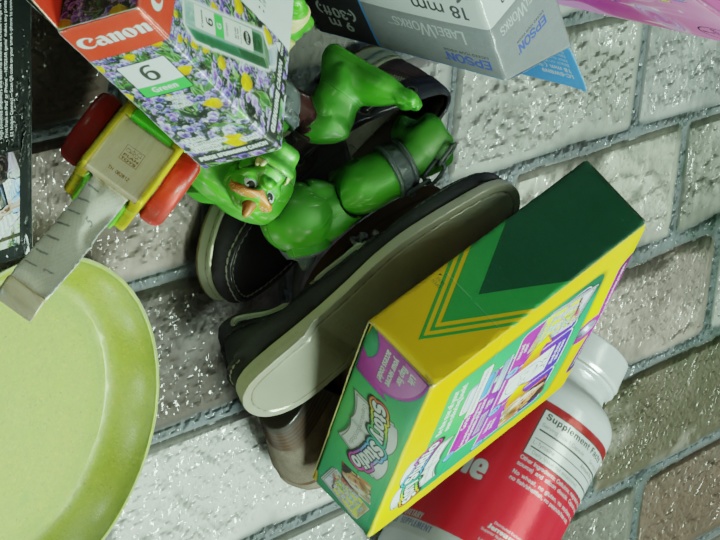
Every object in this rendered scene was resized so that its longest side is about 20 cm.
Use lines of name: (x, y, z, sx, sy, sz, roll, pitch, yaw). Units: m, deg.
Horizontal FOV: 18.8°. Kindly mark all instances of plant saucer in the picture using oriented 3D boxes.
plant saucer: (-0.187, 0.085, 1.164, 0.199, 0.031, 0.202, -26, 124, -45)

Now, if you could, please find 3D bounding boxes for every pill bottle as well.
pill bottle: (0.103, 0.132, 1.502, 0.201, 0.112, 0.112, -60, 143, -16)

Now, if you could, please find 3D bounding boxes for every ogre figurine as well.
ogre figurine: (-0.047, -0.083, 1.214, 0.200, 0.098, 0.120, 37, 86, -45)

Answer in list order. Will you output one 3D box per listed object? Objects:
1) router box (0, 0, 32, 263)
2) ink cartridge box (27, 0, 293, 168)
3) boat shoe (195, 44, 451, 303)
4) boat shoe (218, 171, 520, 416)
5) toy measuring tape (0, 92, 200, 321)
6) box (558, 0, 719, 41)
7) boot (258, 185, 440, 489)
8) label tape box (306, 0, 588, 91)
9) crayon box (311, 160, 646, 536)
router box: (-0.224, -0.090, 1.018, 0.149, 0.051, 0.202, -19, 120, -46)
ink cartridge box: (-0.102, -0.147, 1.050, 0.200, 0.050, 0.110, 44, 42, -50)
boat shoe: (-0.020, -0.056, 1.293, 0.200, 0.065, 0.072, -48, 140, -28)
boat shoe: (0.000, 0.000, 1.251, 0.200, 0.063, 0.073, -38, 143, 6)
toy measuring tape: (-0.134, -0.032, 1.098, 0.200, 0.073, 0.074, -59, 146, -43)
box: (0.146, -0.221, 1.324, 0.176, 0.199, 0.097, 21, 89, -55)
boot: (0.008, 0.048, 1.353, 0.200, 0.070, 0.146, -50, 158, 1)
label tape box: (0.036, -0.167, 1.249, 0.063, 0.144, 0.201, -52, 140, -25)
crayon box: (0.065, 0.049, 1.265, 0.172, 0.058, 0.200, -34, 161, -27)
